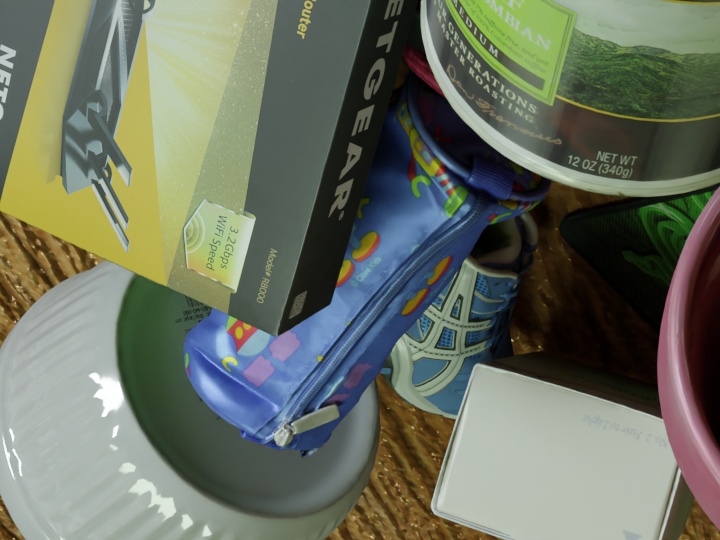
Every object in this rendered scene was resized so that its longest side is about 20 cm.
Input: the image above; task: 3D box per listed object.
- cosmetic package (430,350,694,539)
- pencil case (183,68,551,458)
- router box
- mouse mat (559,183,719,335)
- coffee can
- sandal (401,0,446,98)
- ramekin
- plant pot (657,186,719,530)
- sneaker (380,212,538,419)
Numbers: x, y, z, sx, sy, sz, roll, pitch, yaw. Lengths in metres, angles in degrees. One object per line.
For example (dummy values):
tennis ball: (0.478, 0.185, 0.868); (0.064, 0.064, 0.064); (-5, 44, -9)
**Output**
cosmetic package: (0.108, 0.088, 1.003); (0.103, 0.073, 0.200); (17, -178, 12)
pencil case: (0.000, 0.000, 0.917); (0.078, 0.087, 0.200); (18, 128, -31)
router box: (-0.064, -0.097, 0.823); (0.157, 0.052, 0.201); (23, 113, 18)
mouse mat: (0.207, 0.024, 0.995); (0.161, 0.008, 0.200); (-13, 133, 46)
coffee can: (0.100, -0.138, 0.677); (0.146, 0.147, 0.200); (20, 150, 7)
sandal: (0.045, -0.099, 0.853); (0.200, 0.075, 0.045); (27, 145, 11)
ramekin: (-0.083, 0.073, 1.096); (0.200, 0.201, 0.105); (34, 139, -17)
plant pot: (0.217, 0.054, 0.863); (0.199, 0.201, 0.179); (18, 162, 10)
sneaker: (0.046, 0.007, 1.011); (0.077, 0.076, 0.200); (7, 145, 27)
